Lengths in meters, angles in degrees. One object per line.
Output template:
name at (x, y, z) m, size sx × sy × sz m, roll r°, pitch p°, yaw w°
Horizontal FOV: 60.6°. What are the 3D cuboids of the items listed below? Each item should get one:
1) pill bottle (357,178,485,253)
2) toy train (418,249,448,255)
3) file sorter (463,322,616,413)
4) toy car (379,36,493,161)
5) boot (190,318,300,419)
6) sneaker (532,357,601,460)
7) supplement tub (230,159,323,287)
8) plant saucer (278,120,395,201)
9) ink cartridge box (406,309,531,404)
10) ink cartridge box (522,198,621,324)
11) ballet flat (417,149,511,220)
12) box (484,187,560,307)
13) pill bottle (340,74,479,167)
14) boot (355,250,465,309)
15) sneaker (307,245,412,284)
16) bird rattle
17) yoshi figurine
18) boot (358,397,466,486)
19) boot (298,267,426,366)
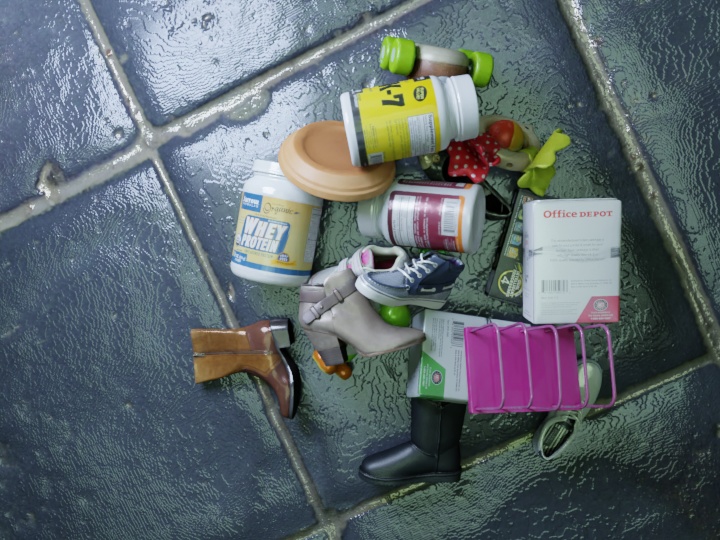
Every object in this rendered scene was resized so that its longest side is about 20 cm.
pill bottle at (0.102, -0.094, 1.038) m, size 0.198 × 0.114 × 0.116 m, roll 8°, pitch 95°, yaw 22°
toy train at (0.138, -0.048, 1.115) m, size 0.056 × 0.042 × 0.203 m, roll 9°, pitch 95°, yaw -7°
file sorter at (0.283, 0.153, 0.977) m, size 0.197 × 0.125 × 0.141 m, roll 1°, pitch 77°, yaw -13°
toy car at (0.112, -0.280, 1.053) m, size 0.162 × 0.158 × 0.202 m, roll 5°, pitch 111°, yaw -12°
boot at (-0.217, 0.192, 1.147) m, size 0.197 × 0.068 × 0.191 m, roll -9°, pitch 94°, yaw 6°
sneaker at (0.377, 0.254, 1.101) m, size 0.072 × 0.071 × 0.202 m, roll 25°, pitch 96°, yaw 2°
supplement tub at (-0.143, -0.082, 1.081) m, size 0.143 × 0.145 × 0.203 m, roll 11°, pitch 95°, yaw 4°
plant saucer at (-0.036, -0.190, 1.021) m, size 0.198 × 0.201 × 0.038 m, roll 15°, pitch 133°, yaw 3°
ink cartridge box at (0.189, 0.157, 1.065) m, size 0.197 × 0.083 × 0.149 m, roll 9°, pitch 75°, yaw -9°
ink cartridge box at (0.351, -0.017, 1.029) m, size 0.144 × 0.083 × 0.203 m, roll -1°, pitch 95°, yaw 2°
ballet flat at (0.184, -0.156, 1.068) m, size 0.199 × 0.057 × 0.067 m, roll 32°, pitch 83°, yaw -17°
box at (0.325, -0.028, 1.095) m, size 0.159 × 0.049 × 0.202 m, roll 16°, pitch 95°, yaw -1°
pill bottle at (0.075, -0.233, 0.945) m, size 0.197 × 0.114 × 0.116 m, roll -11°, pitch 94°, yaw 2°
boot at (0.083, 0.005, 1.003) m, size 0.073 × 0.199 × 0.091 m, roll 46°, pitch 117°, yaw 38°
sneaker at (0.000, 0.000, 1.067) m, size 0.198 × 0.089 × 0.082 m, roll -15°, pitch 52°, yaw 0°
bird rattle at (0.240, -0.204, 1.045) m, size 0.197 × 0.164 × 0.113 m, roll 5°, pitch 135°, yaw -2°
yoshi figurine at (0.015, 0.113, 1.109) m, size 0.112 × 0.112 × 0.201 m, roll 38°, pitch 94°, yaw -15°
boot at (0.095, 0.297, 1.123) m, size 0.197 × 0.076 × 0.170 m, roll 0°, pitch 98°, yaw -2°
boot at (-0.004, 0.069, 1.012) m, size 0.198 × 0.070 × 0.148 m, roll -14°, pitch 90°, yaw 4°
